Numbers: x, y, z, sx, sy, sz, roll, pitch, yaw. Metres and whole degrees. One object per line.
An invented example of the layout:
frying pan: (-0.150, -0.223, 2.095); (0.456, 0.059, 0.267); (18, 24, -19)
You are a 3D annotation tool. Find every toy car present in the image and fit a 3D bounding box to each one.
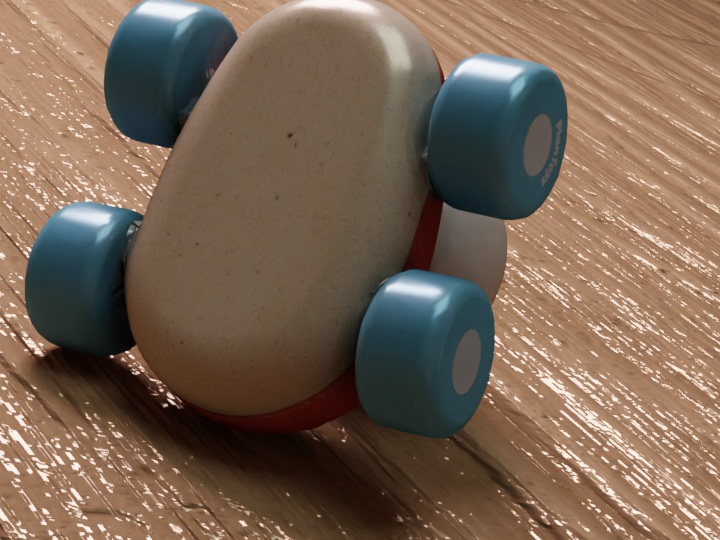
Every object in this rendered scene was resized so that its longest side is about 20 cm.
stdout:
toy car: (0.000, 0.000, 0.999); (0.184, 0.177, 0.200); (12, -16, 27)
